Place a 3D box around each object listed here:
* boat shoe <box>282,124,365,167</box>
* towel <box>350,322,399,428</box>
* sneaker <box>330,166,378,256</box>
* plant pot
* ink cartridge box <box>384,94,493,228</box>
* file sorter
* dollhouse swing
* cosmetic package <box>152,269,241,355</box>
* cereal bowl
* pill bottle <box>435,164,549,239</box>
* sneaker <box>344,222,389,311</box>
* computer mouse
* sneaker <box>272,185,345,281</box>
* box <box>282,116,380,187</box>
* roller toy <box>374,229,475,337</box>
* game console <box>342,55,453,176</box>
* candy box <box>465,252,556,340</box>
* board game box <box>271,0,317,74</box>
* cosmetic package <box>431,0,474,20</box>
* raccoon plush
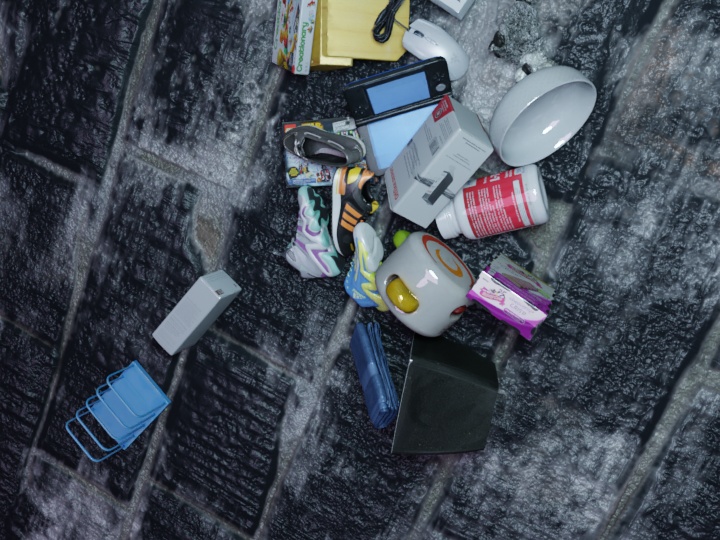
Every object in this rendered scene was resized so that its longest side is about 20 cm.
[{"bbox_3d":[-0.085,-0.243,1.376,0.200,0.057,0.067,14,129,31],"label":"boat shoe"},{"bbox_3d":[0.029,0.212,1.425,0.112,0.048,0.200,111,148,-55],"label":"towel"},{"bbox_3d":[-0.007,-0.113,1.411,0.090,0.070,0.200,8,120,17],"label":"sneaker"},{"bbox_3d":[0.170,0.246,1.374,0.177,0.200,0.200,10,103,5],"label":"plant pot"},{"bbox_3d":[0.139,-0.200,1.293,0.084,0.144,0.200,27,121,-24],"label":"ink cartridge box"},{"bbox_3d":[-0.593,0.346,1.694,0.139,0.123,0.200,48,110,6],"label":"file sorter"},{"bbox_3d":[-0.023,-0.503,1.389,0.182,0.176,0.200,19,111,59],"label":"dollhouse swing"},{"bbox_3d":[-0.371,0.094,1.583,0.074,0.102,0.200,44,109,7],"label":"cosmetic package"},{"bbox_3d":[0.309,-0.282,1.230,0.200,0.200,0.083,-41,62,21],"label":"cereal bowl"},{"bbox_3d":[0.246,-0.122,1.315,0.200,0.112,0.112,-13,95,21],"label":"pill bottle"},{"bbox_3d":[0.000,0.000,1.429,0.105,0.076,0.200,-8,114,28],"label":"sneaker"},{"bbox_3d":[0.122,-0.439,1.318,0.200,0.044,0.110,34,90,-2],"label":"computer mouse"},{"bbox_3d":[-0.129,-0.069,1.474,0.140,0.078,0.200,-15,100,23],"label":"sneaker"},{"bbox_3d":[-0.062,-0.244,1.444,0.200,0.040,0.137,-1,98,20],"label":"box"},{"bbox_3d":[0.124,0.032,1.345,0.182,0.200,0.140,34,114,-23],"label":"roller toy"},{"bbox_3d":[0.086,-0.288,1.325,0.200,0.171,0.119,-16,68,7],"label":"game console"},{"bbox_3d":[0.282,0.041,1.283,0.136,0.200,0.061,35,109,10],"label":"candy box"},{"bbox_3d":[-0.127,-0.496,1.364,0.126,0.035,0.200,42,129,53],"label":"board game box"},{"bbox_3d":[0.180,-0.590,1.279,0.151,0.052,0.200,38,101,12],"label":"cosmetic package"},{"bbox_3d":[0.323,-0.430,1.251,0.134,0.097,0.200,31,108,4],"label":"raccoon plush"}]
